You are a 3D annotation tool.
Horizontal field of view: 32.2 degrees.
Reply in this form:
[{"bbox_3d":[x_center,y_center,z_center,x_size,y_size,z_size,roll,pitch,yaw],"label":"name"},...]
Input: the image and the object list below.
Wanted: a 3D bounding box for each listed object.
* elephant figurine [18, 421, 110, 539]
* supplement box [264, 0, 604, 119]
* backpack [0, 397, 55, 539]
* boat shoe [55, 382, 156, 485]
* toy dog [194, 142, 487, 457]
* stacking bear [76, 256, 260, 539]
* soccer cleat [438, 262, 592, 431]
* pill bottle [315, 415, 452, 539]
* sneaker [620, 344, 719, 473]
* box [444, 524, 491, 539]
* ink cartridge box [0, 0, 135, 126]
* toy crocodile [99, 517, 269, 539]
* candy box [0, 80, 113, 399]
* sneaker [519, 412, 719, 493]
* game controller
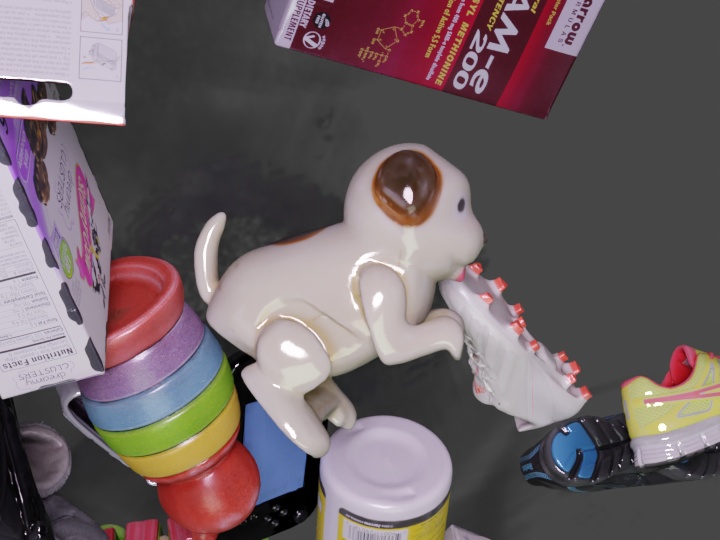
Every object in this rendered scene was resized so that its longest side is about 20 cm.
[{"bbox_3d":[-0.285,0.183,0.975,0.141,0.200,0.155,-34,153,-5],"label":"elephant figurine"},{"bbox_3d":[0.050,-0.179,0.808,0.199,0.061,0.109,12,122,-21],"label":"supplement box"},{"bbox_3d":[-0.303,0.102,0.857,0.153,0.202,0.163,-14,160,13],"label":"backpack"},{"bbox_3d":[-0.165,0.134,0.987,0.072,0.069,0.200,-29,127,9],"label":"boat shoe"},{"bbox_3d":[0.000,0.000,0.885,0.200,0.194,0.139,-44,166,10],"label":"toy dog"},{"bbox_3d":[-0.137,0.105,0.901,0.113,0.122,0.201,-3,124,37],"label":"stacking bear"},{"bbox_3d":[0.112,0.070,1.002,0.077,0.070,0.200,-33,129,17],"label":"soccer cleat"},{"bbox_3d":[0.016,0.232,1.071,0.110,0.112,0.201,-3,127,-10],"label":"pill bottle"},{"bbox_3d":[0.306,0.099,1.060,0.199,0.091,0.078,-15,164,-25],"label":"sneaker"},{"bbox_3d":[0.067,0.343,1.184,0.095,0.078,0.200,26,117,-26],"label":"box"},{"bbox_3d":[-0.179,-0.172,0.689,0.108,0.202,0.050,3,167,-14],"label":"ink cartridge box"},{"bbox_3d":[-0.177,0.238,1.062,0.198,0.068,0.062,-10,127,-4],"label":"toy crocodile"},{"bbox_3d":[-0.220,-0.052,0.776,0.071,0.168,0.201,-14,128,1],"label":"candy box"},{"bbox_3d":[0.234,0.156,1.100,0.198,0.074,0.082,2,160,-23],"label":"sneaker"},{"bbox_3d":[-0.073,0.138,1.006,0.104,0.042,0.201,-23,131,-38],"label":"game controller"}]
